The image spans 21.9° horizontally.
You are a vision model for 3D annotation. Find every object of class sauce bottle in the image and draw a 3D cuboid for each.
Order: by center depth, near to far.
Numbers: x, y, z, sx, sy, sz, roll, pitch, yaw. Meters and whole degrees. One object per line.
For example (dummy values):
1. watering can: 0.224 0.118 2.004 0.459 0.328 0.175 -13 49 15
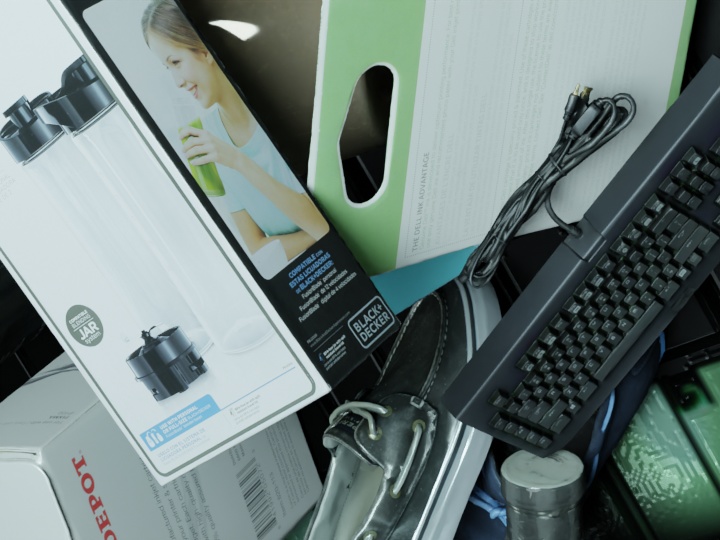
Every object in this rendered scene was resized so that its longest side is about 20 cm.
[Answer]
1. sauce bottle: 0.095 0.184 0.919 0.066 0.066 0.201 10 115 27

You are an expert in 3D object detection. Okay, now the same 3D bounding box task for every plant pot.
1. plant pot: -0.072 -0.109 0.878 0.173 0.200 0.201 -2 115 14

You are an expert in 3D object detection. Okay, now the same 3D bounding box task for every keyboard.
1. keyboard: 0.106 -0.009 0.822 0.127 0.021 0.200 28 106 -34

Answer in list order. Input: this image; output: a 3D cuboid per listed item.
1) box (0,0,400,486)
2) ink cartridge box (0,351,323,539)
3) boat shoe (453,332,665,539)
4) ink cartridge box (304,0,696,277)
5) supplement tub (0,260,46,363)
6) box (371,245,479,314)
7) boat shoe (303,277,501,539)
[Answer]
1. box: -0.089 -0.025 0.750 0.116 0.060 0.201 -29 96 41
2. ink cartridge box: -0.119 0.111 1.002 0.082 0.200 0.147 -5 112 34
3. boat shoe: 0.083 0.095 0.953 0.084 0.069 0.201 30 127 15
4. ink cartridge box: 0.053 -0.080 0.795 0.048 0.199 0.146 44 138 45
5. supplement tub: -0.269 0.026 1.049 0.122 0.200 0.123 14 121 25
6. box: 0.000 0.000 0.945 0.200 0.082 0.049 -33 97 40
7. boat shoe: 0.017 0.091 0.929 0.072 0.071 0.201 1 74 61
